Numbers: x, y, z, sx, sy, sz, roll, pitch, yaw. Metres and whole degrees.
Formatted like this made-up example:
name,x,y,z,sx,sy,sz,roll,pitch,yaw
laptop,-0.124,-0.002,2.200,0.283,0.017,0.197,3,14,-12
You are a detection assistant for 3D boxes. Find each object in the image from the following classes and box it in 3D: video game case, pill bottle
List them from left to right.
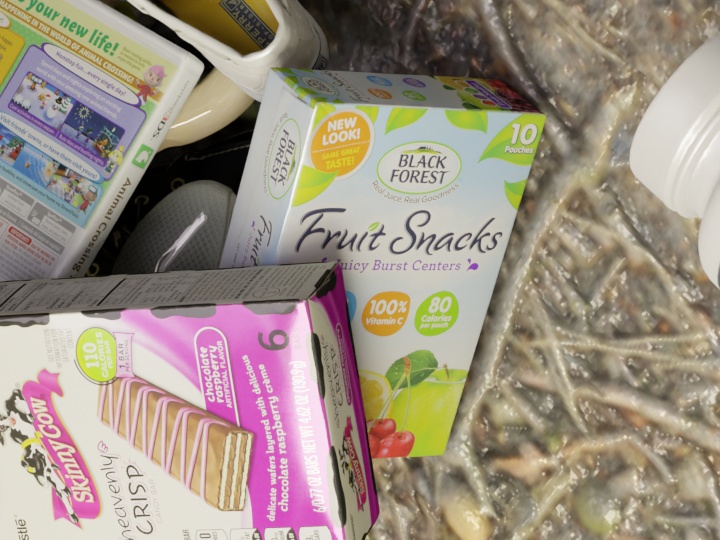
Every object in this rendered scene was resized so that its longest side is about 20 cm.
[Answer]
name,x,y,z,sx,sy,sz,roll,pitch,yaw
video game case,-0.199,-0.072,1.365,0.200,0.022,0.182,31,91,32
pill bottle,0.222,-0.016,1.153,0.200,0.119,0.120,43,122,25

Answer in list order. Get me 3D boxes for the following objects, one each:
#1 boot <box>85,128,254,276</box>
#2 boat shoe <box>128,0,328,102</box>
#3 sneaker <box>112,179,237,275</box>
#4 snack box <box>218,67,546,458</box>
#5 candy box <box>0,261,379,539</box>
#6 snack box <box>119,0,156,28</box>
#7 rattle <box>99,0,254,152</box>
name,x,y,z,sx,sy,sz,roll,pitch,yaw
boot,-0.129,-0.018,1.409,0.203,0.154,0.074,-21,85,39
boat shoe,-0.104,-0.164,1.318,0.075,0.086,0.202,-45,68,2
sneaker,-0.093,0.049,1.374,0.070,0.080,0.201,21,103,38
snack box,0.000,0.000,1.314,0.053,0.142,0.200,41,122,47
candy box,-0.101,0.073,1.262,0.199,0.061,0.137,-4,107,18
snack box,-0.167,-0.228,1.481,0.072,0.024,0.200,-44,71,37
rattle,-0.064,-0.136,1.416,0.200,0.143,0.130,-42,54,-3
